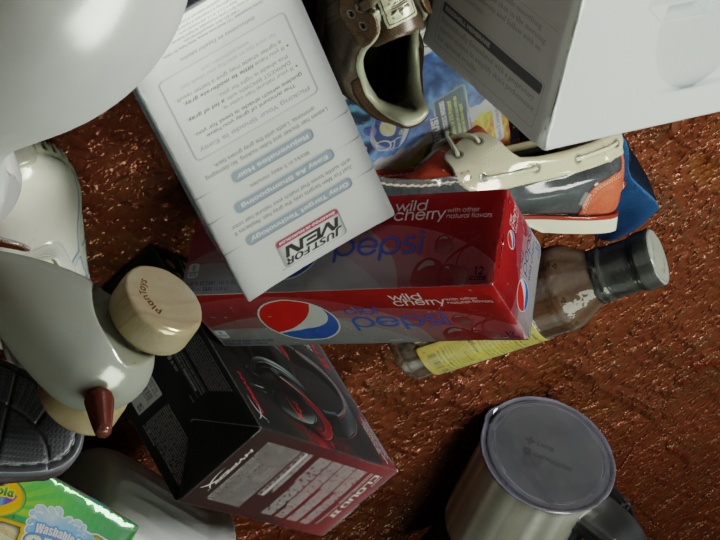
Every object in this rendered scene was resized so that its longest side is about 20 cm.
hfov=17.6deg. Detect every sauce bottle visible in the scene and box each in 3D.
[{"bbox_3d":[0.116,0.021,1.613,0.199,0.065,0.065,-17,159,22],"label":"sauce bottle"}]

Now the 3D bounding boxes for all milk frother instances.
[{"bbox_3d":[0.164,0.190,1.968,0.189,0.179,0.201,115,-3,-46],"label":"milk frother"}]

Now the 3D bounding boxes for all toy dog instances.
[{"bbox_3d":[-0.185,0.029,1.226,0.198,0.097,0.133,12,122,-5],"label":"toy dog"}]

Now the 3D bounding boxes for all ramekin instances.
[{"bbox_3d":[-0.182,0.215,1.535,0.098,0.201,0.200,36,113,-21],"label":"ramekin"}]

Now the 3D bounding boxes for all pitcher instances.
[{"bbox_3d":[-0.186,-0.118,1.094,0.171,0.122,0.200,14,140,-36],"label":"pitcher"}]

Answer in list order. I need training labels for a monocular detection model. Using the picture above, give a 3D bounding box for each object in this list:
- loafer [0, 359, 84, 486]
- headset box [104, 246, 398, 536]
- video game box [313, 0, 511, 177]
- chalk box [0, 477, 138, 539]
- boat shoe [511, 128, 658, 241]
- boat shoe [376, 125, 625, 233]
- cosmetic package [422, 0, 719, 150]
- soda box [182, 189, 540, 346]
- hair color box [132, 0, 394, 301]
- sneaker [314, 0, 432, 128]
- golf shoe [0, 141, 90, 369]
[{"bbox_3d":[-0.255,0.082,1.315,0.198,0.072,0.063,11,153,-6],"label":"loafer"},{"bbox_3d":[-0.072,0.082,1.487,0.075,0.149,0.200,-40,151,14],"label":"headset box"},{"bbox_3d":[0.001,-0.085,1.410,0.181,0.047,0.200,-28,152,-6],"label":"video game box"},{"bbox_3d":[-0.227,0.166,1.404,0.124,0.125,0.201,34,79,-26],"label":"chalk box"},{"bbox_3d":[0.138,-0.076,1.552,0.084,0.069,0.200,-30,155,4],"label":"boat shoe"},{"bbox_3d":[0.074,-0.057,1.415,0.199,0.071,0.063,0,105,-26],"label":"boat shoe"},{"bbox_3d":[0.161,-0.196,1.277,0.198,0.123,0.201,-13,133,-34],"label":"cosmetic package"},{"bbox_3d":[0.000,0.000,1.349,0.199,0.064,0.070,-2,150,23],"label":"soda box"},{"bbox_3d":[-0.063,-0.087,1.259,0.099,0.061,0.201,-30,134,-5],"label":"hair color box"},{"bbox_3d":[0.010,-0.163,1.227,0.070,0.076,0.201,-29,140,-17],"label":"sneaker"},{"bbox_3d":[-0.176,0.007,1.312,0.078,0.098,0.200,-25,150,-12],"label":"golf shoe"}]
